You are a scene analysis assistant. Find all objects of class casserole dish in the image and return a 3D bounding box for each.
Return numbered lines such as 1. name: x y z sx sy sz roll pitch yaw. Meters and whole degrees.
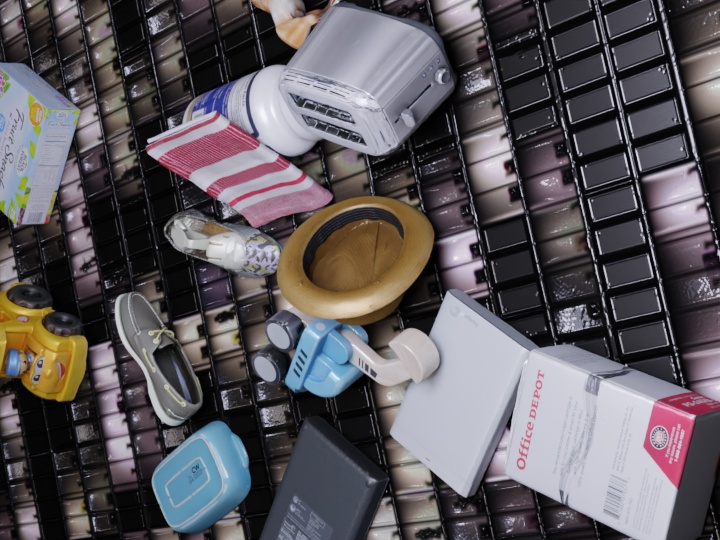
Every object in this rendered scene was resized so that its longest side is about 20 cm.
1. casserole dish: -0.229 0.293 1.842 0.200 0.039 0.121 -40 68 36

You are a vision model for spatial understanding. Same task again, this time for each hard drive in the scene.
1. hard drive: 0.116 0.141 1.519 0.132 0.026 0.200 37 118 34
2. hard drive: -0.050 0.306 1.682 0.139 0.033 0.200 37 118 34

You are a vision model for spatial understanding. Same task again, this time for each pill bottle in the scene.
1. pill bottle: -0.119 -0.189 1.642 0.200 0.116 0.116 -13 85 42

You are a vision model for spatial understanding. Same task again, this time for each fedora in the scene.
1. fedora: 0.000 0.000 1.541 0.200 0.201 0.082 27 148 38

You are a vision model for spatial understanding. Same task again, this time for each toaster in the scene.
1. toaster: -0.001 -0.217 1.490 0.200 0.114 0.129 24 66 35

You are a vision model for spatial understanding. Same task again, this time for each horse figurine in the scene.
1. horse figurine: -0.076 -0.333 1.633 0.133 0.050 0.200 -48 63 34

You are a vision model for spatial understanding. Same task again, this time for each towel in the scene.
1. towel: -0.151 -0.121 1.635 0.144 0.200 0.023 -16 51 42

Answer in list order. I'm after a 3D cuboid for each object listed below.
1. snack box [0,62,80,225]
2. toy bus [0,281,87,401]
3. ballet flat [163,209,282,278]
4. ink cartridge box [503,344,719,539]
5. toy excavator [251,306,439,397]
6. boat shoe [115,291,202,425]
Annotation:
1. snack box: -0.526 -0.197 2.048 0.169 0.068 0.200 39 120 34
2. toy bus: -0.541 0.115 2.010 0.200 0.192 0.136 34 114 34
3. ballet flat: -0.191 -0.032 1.756 0.200 0.072 0.072 20 107 39
4. ink cartridge box: 0.258 0.175 1.351 0.200 0.083 0.146 22 109 40
5. toy excavator: -0.011 0.100 1.580 0.200 0.100 0.195 38 136 15
6. boat shoe: -0.280 0.115 1.851 0.060 0.072 0.202 -33 78 38
